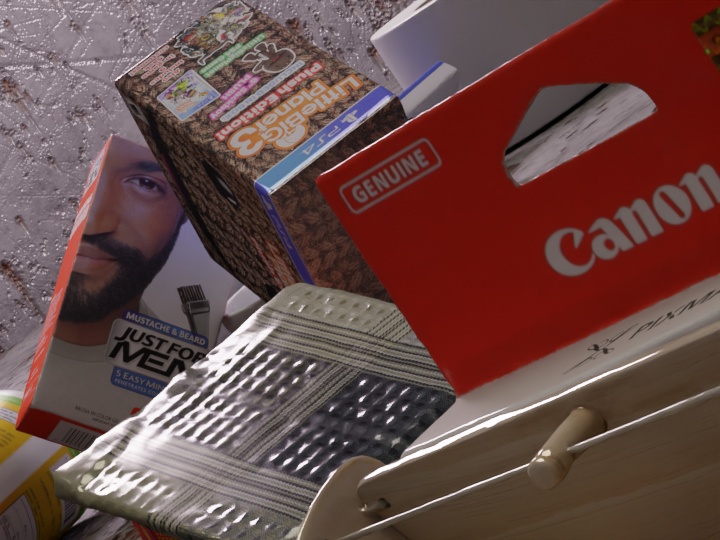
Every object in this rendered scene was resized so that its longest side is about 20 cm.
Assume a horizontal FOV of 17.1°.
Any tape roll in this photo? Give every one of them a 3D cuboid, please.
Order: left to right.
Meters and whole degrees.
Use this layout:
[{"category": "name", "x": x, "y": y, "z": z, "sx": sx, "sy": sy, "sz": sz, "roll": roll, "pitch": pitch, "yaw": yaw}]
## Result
[{"category": "tape roll", "x": 0.128, "y": -0.198, "z": 2.046, "sx": 0.202, "sy": 0.140, "sz": 0.203, "roll": -35, "pitch": 6, "yaw": 4}]

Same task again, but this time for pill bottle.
[{"category": "pill bottle", "x": -0.272, "y": 0.171, "z": 1.595, "sx": 0.111, "sy": 0.111, "sz": 0.200, "roll": -30, "pitch": 8, "yaw": 35}]

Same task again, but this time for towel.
[{"category": "towel", "x": -0.031, "y": 0.079, "z": 1.191, "sx": 0.192, "sy": 0.035, "sz": 0.199, "roll": -39, "pitch": 31, "yaw": -28}]

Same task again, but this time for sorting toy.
[{"category": "sorting toy", "x": 0.052, "y": 0.110, "z": 0.592, "sx": 0.199, "sy": 0.107, "sz": 0.180, "roll": -28, "pitch": 18, "yaw": 44}]

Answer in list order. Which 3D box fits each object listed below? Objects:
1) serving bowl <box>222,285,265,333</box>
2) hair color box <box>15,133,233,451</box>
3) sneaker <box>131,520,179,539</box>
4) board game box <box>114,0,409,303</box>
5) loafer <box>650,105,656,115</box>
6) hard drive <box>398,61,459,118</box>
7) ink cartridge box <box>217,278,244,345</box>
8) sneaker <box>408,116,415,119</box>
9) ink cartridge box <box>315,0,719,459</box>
[{"category": "serving bowl", "x": 0.000, "y": 0.000, "z": 1.638, "sx": 0.199, "sy": 0.066, "sz": 0.200, "roll": -34, "pitch": 8, "yaw": 5}, {"category": "hair color box", "x": -0.149, "y": 0.024, "z": 1.605, "sx": 0.064, "sy": 0.110, "sz": 0.201, "roll": 136, "pitch": 150, "yaw": -63}, {"category": "sneaker", "x": -0.051, "y": 0.083, "z": 1.295, "sx": 0.073, "sy": 0.077, "sz": 0.200, "roll": -30, "pitch": 7, "yaw": 44}, {"category": "board game box", "x": -0.037, "y": -0.052, "z": 1.460, "sx": 0.097, "sy": 0.160, "sz": 0.200, "roll": -38, "pitch": 38, "yaw": -13}, {"category": "loafer", "x": 0.166, "y": -0.051, "z": 1.171, "sx": 0.199, "sy": 0.073, "sz": 0.073, "roll": -36, "pitch": 6, "yaw": -10}, {"category": "hard drive", "x": 0.013, "y": -0.070, "z": 1.912, "sx": 0.200, "sy": 0.025, "sz": 0.133, "roll": -44, "pitch": -27, "yaw": -49}, {"category": "ink cartridge box", "x": -0.104, "y": 0.037, "z": 1.810, "sx": 0.146, "sy": 0.083, "sz": 0.200, "roll": -38, "pitch": 7, "yaw": -29}, {"category": "sneaker", "x": 0.007, "y": -0.066, "z": 1.766, "sx": 0.199, "sy": 0.076, "sz": 0.077, "roll": 1, "pitch": -53, "yaw": -29}, {"category": "ink cartridge box", "x": 0.086, "y": 0.018, "z": 0.683, "sx": 0.199, "sy": 0.174, "sz": 0.044, "roll": -29, "pitch": 9, "yaw": 43}]
